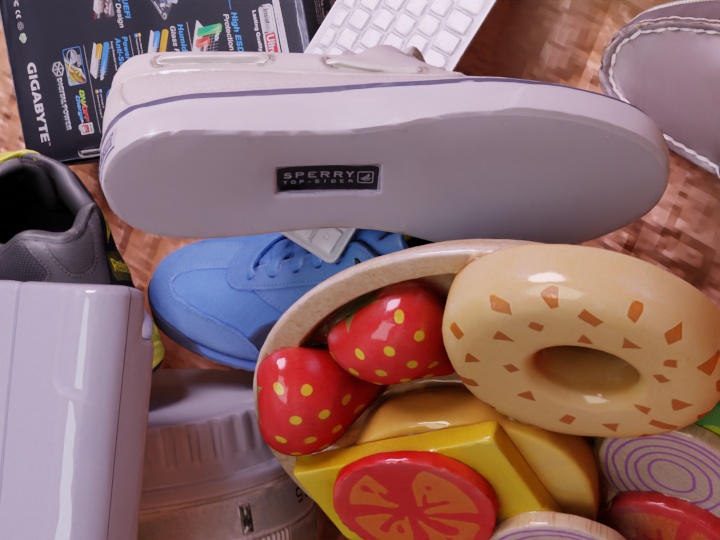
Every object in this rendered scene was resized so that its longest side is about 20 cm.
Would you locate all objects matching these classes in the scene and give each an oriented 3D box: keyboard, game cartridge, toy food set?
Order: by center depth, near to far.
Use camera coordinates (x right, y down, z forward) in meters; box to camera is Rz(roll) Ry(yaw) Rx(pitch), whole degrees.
[{"bbox_3d":[0.059,0.063,0.808,0.200,0.049,0.198,-14,133,27],"label":"toy food set"},{"bbox_3d":[-0.159,0.068,0.836,0.200,0.042,0.133,1,81,42],"label":"game cartridge"},{"bbox_3d":[0.021,-0.100,0.838,0.056,0.011,0.200,32,91,28],"label":"keyboard"}]

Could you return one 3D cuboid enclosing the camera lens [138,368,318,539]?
[{"bbox_3d":[-0.093,0.151,0.915,0.160,0.160,0.200,0,99,34],"label":"camera lens"}]

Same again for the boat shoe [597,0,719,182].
[{"bbox_3d":[0.165,-0.046,0.769,0.200,0.059,0.072,25,112,28],"label":"boat shoe"}]

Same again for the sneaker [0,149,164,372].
[{"bbox_3d":[-0.142,-0.019,0.937,0.200,0.074,0.085,32,139,49],"label":"sneaker"}]

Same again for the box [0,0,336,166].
[{"bbox_3d":[-0.084,-0.151,0.923,0.159,0.046,0.200,-8,94,34],"label":"box"}]

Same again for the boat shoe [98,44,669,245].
[{"bbox_3d":[0.008,-0.052,0.791,0.200,0.070,0.071,-1,136,-5],"label":"boat shoe"}]

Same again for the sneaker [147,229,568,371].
[{"bbox_3d":[0.000,0.000,0.866,0.200,0.066,0.079,8,138,29],"label":"sneaker"}]
